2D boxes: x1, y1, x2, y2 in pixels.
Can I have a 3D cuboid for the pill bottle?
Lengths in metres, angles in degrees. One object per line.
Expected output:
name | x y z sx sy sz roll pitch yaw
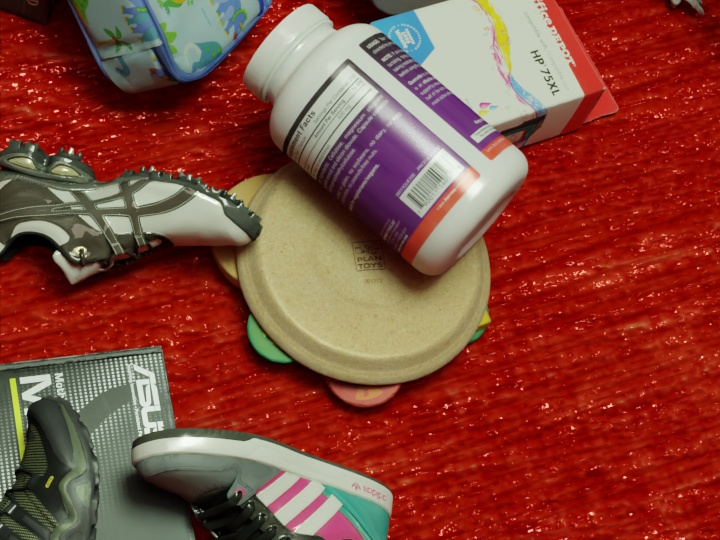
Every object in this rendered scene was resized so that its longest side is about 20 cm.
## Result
pill bottle | 0.015 -0.098 1.196 0.200 0.112 0.112 42 63 8

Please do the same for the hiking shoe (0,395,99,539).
hiking shoe | -0.217 0.171 1.035 0.101 0.076 0.200 6 66 -16

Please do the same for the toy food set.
toy food set | 0.000 0.000 1.237 0.200 0.049 0.198 -19 71 -22

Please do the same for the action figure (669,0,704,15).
action figure | 0.296 -0.277 1.414 0.119 0.102 0.200 -43 37 0

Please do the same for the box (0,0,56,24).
box | -0.318 -0.267 1.258 0.200 0.100 0.075 16 63 -5

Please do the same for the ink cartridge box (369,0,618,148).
ink cartridge box | 0.110 -0.159 1.329 0.200 0.067 0.116 -20 71 -22

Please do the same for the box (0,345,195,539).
box | -0.211 0.158 1.110 0.193 0.048 0.200 -6 67 -15

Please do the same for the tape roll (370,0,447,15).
tape roll | 0.077 -0.288 1.308 0.200 0.200 0.066 -26 72 -23

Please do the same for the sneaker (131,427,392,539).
sneaker | -0.066 0.182 1.096 0.200 0.084 0.121 21 58 -30

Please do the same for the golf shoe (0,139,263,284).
golf shoe | -0.171 -0.028 1.195 0.200 0.078 0.095 10 74 8

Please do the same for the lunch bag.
lunch bag | -0.153 -0.247 1.237 0.161 0.082 0.200 -49 123 -46
